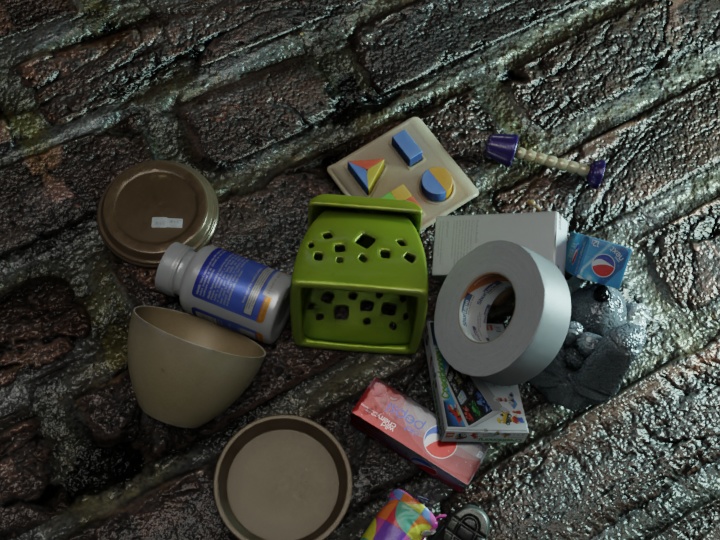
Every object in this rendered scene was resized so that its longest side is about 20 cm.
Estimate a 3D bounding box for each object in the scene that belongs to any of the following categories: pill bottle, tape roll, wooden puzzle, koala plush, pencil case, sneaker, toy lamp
[{"bbox_3d":[-0.207,0.027,1.478,0.200,0.112,0.112,21,66,8],"label":"pill bottle"},{"bbox_3d":[0.200,0.061,1.379,0.066,0.200,0.200,21,57,-41],"label":"tape roll"},{"bbox_3d":[0.072,-0.156,1.613,0.200,0.046,0.185,-31,71,-16],"label":"wooden puzzle"},{"bbox_3d":[0.347,0.092,1.475,0.177,0.184,0.200,18,44,18],"label":"koala plush"},{"bbox_3d":[0.031,0.400,1.339,0.088,0.088,0.200,34,70,12],"label":"pencil case"},{"bbox_3d":[0.117,0.417,1.346,0.075,0.079,0.200,36,89,7],"label":"sneaker"},{"bbox_3d":[0.312,-0.189,1.638,0.200,0.058,0.058,17,66,1],"label":"toy lamp"}]

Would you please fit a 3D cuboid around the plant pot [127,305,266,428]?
[{"bbox_3d":[-0.253,0.149,1.396,0.200,0.200,0.135,20,95,6],"label":"plant pot"}]

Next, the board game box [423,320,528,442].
[{"bbox_3d":[0.169,0.164,1.441,0.126,0.035,0.200,3,48,-10],"label":"board game box"}]

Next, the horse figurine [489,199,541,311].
[{"bbox_3d":[0.261,-0.034,1.568,0.200,0.050,0.133,-25,62,-11],"label":"horse figurine"}]

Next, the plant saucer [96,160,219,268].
[{"bbox_3d":[-0.332,-0.099,1.575,0.200,0.029,0.200,2,66,-4],"label":"plant saucer"}]

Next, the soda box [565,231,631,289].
[{"bbox_3d":[0.358,-0.018,1.481,0.068,0.200,0.064,16,96,3],"label":"soda box"}]

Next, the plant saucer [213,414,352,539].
[{"bbox_3d":[-0.112,0.309,1.394,0.200,0.029,0.200,1,65,-2],"label":"plant saucer"}]

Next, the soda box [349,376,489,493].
[{"bbox_3d":[0.085,0.244,1.423,0.200,0.063,0.070,31,67,11],"label":"soda box"}]

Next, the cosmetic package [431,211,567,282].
[{"bbox_3d":[0.216,-0.033,1.500,0.200,0.074,0.102,1,78,25],"label":"cosmetic package"}]

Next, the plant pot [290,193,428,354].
[{"bbox_3d":[0.000,0.000,1.463,0.200,0.199,0.182,4,59,-1],"label":"plant pot"}]
